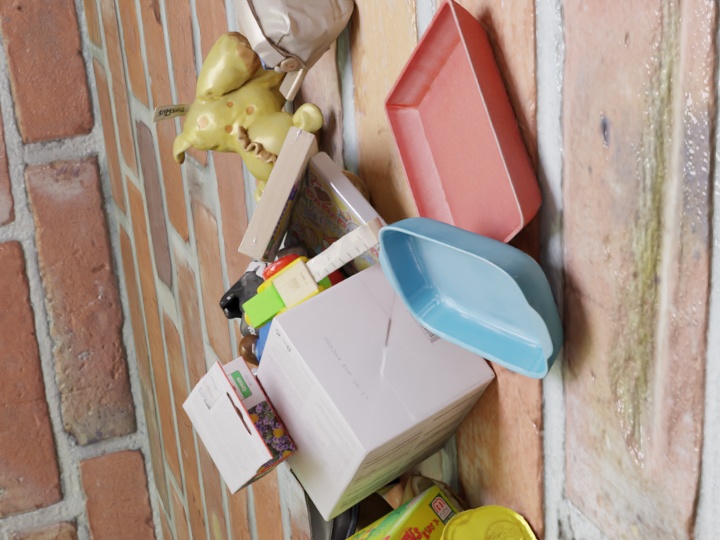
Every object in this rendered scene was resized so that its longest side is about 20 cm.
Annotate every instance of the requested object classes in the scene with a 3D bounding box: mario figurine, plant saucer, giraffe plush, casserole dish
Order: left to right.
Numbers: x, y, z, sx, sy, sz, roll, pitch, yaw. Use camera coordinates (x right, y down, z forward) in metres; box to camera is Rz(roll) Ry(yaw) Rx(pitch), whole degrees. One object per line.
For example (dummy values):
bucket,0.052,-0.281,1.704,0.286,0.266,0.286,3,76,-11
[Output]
giraffe plush,-0.113,-0.168,1.474,0.162,0.200,0.173,34,138,23
mario figurine,-0.089,0.051,1.341,0.124,0.106,0.200,56,136,20
plant saucer,0.087,-0.098,1.077,0.200,0.037,0.200,127,130,-66
casserole dish,0.092,0.015,1.035,0.200,0.039,0.121,23,145,49

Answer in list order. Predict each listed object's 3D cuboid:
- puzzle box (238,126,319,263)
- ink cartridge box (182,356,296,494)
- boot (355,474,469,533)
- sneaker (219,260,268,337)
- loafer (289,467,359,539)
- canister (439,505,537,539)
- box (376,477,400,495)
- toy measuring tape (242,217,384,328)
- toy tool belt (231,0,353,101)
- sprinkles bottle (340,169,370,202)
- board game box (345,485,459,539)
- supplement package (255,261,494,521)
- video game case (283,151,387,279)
puzzle box,-0.080,-0.073,1.303,0.200,0.025,0.133,128,166,-89
ink cartridge box,-0.115,0.147,1.251,0.109,0.050,0.200,59,156,8
boot,0.045,0.262,1.356,0.175,0.066,0.200,45,151,18
sneaker,-0.088,0.056,1.455,0.200,0.090,0.067,25,144,42
loafer,-0.046,0.222,1.384,0.073,0.072,0.200,-30,56,51
canister,0.120,0.334,1.169,0.200,0.086,0.149,95,156,-45
box,-0.010,0.173,1.533,0.110,0.035,0.200,125,130,-66
toy measuring tape,-0.036,0.002,1.213,0.200,0.074,0.074,-34,64,33
toy tool belt,-0.090,-0.289,1.351,0.200,0.125,0.123,69,151,27
sprinkles bottle,-0.042,-0.038,1.444,0.200,0.068,0.068,116,138,-61
board game box,0.003,0.290,1.240,0.048,0.102,0.200,50,131,0
supplement package,0.003,0.114,1.225,0.152,0.151,0.200,54,154,17
video game case,0.000,0.000,1.308,0.200,0.023,0.182,50,153,14
